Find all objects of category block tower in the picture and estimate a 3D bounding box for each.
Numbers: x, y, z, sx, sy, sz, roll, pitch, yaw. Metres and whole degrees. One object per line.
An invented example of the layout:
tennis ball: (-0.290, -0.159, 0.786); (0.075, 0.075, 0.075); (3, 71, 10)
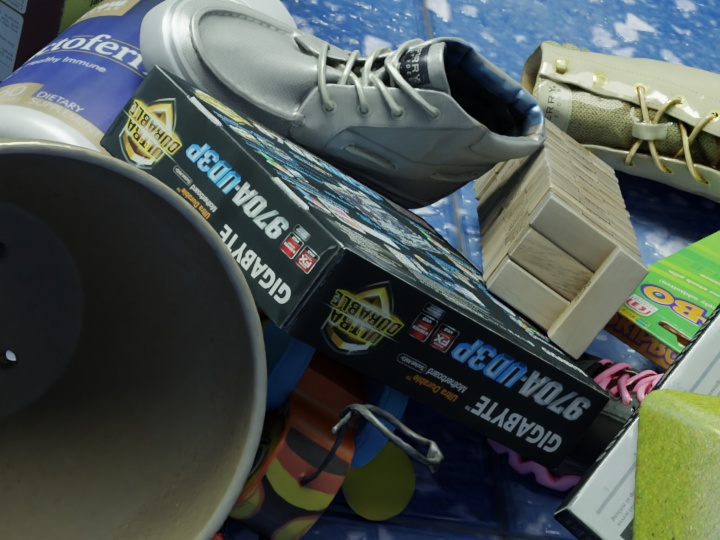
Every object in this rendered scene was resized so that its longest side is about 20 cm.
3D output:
block tower: (0.092, -0.022, 1.276); (0.058, 0.054, 0.200); (35, 13, -10)

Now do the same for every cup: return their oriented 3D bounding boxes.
cup: (-0.152, 0.032, 1.096); (0.199, 0.202, 0.143); (4, 13, -18)

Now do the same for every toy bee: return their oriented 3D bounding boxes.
toy bee: (-0.038, 0.071, 1.154); (0.131, 0.109, 0.200); (37, 9, 3)

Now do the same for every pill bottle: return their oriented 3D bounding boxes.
pill bottle: (-0.109, -0.064, 1.265); (0.115, 0.116, 0.200); (27, 38, 11)

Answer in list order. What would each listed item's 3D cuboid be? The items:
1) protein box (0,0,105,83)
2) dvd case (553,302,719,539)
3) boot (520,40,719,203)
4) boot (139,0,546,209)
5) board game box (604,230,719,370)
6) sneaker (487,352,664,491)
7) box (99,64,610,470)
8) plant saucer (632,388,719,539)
protein box: (-0.131, -0.214, 1.367); (0.135, 0.201, 0.198); (35, 41, 20)
dvd case: (0.201, 0.115, 1.148); (0.200, 0.025, 0.150); (41, 70, -2)
boot: (0.163, -0.068, 1.383); (0.154, 0.073, 0.200); (11, 17, -9)
boot: (-0.002, -0.090, 1.234); (0.199, 0.095, 0.074); (20, 57, -44)
board game box: (0.187, 0.024, 1.311); (0.095, 0.030, 0.200); (34, 22, 18)
sneaker: (0.138, 0.071, 1.221); (0.199, 0.096, 0.079); (32, 43, 18)
box: (0.000, 0.000, 1.166); (0.200, 0.046, 0.159); (29, 12, -46)
plant saucer: (0.210, 0.154, 1.102); (0.199, 0.048, 0.201); (8, 75, -13)
